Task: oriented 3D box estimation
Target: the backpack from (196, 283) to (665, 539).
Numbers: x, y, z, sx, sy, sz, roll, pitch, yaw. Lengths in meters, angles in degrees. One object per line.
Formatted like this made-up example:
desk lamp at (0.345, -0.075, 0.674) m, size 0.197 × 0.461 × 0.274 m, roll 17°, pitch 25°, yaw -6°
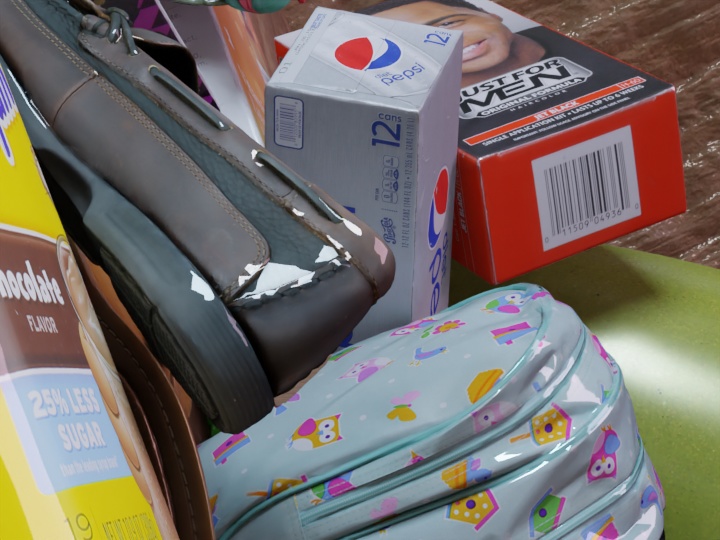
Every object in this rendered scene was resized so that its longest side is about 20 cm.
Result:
backpack at (0.012, 0.094, 0.811) m, size 0.167 × 0.199 × 0.127 m, roll -102°, pitch 167°, yaw -66°

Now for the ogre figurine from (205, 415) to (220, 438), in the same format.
ogre figurine at (-0.009, 0.150, 1.008) m, size 0.200 × 0.098 × 0.120 m, roll 53°, pitch 19°, yaw 18°

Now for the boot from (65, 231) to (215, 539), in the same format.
boot at (-0.088, 0.049, 0.724) m, size 0.201 × 0.076 × 0.155 m, roll 58°, pitch 2°, yaw 15°

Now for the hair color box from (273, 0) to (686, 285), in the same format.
hair color box at (0.048, -0.067, 0.981) m, size 0.200 × 0.101 × 0.062 m, roll 35°, pitch -40°, yaw 56°

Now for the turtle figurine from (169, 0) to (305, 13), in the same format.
turtle figurine at (-0.079, -0.157, 0.871) m, size 0.199 × 0.149 × 0.101 m, roll 35°, pitch -43°, yaw 30°

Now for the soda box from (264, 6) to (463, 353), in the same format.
soda box at (0.000, 0.000, 0.887) m, size 0.068 × 0.063 × 0.201 m, roll -62°, pitch 159°, yaw -52°

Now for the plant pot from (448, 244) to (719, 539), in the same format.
plant pot at (0.090, 0.061, 1.018) m, size 0.199 × 0.188 × 0.187 m, roll 24°, pitch 4°, yaw 2°

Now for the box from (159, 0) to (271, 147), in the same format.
box at (-0.096, -0.075, 0.979) m, size 0.152 × 0.106 × 0.201 m, roll 57°, pitch 11°, yaw -64°

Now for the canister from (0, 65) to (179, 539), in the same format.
canister at (-0.117, -0.005, 0.522) m, size 0.149 × 0.086 × 0.202 m, roll 34°, pitch 34°, yaw -84°

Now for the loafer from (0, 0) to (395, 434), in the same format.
loafer at (-0.058, -0.032, 0.618) m, size 0.200 × 0.063 × 0.072 m, roll 49°, pitch -13°, yaw 42°

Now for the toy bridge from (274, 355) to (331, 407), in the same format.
toy bridge at (-0.073, -0.020, 0.761) m, size 0.067 × 0.027 × 0.200 m, roll 50°, pitch -5°, yaw -33°

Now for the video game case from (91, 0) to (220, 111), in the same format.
video game case at (-0.144, -0.144, 0.752) m, size 0.200 × 0.036 × 0.182 m, roll 43°, pitch -9°, yaw 29°
